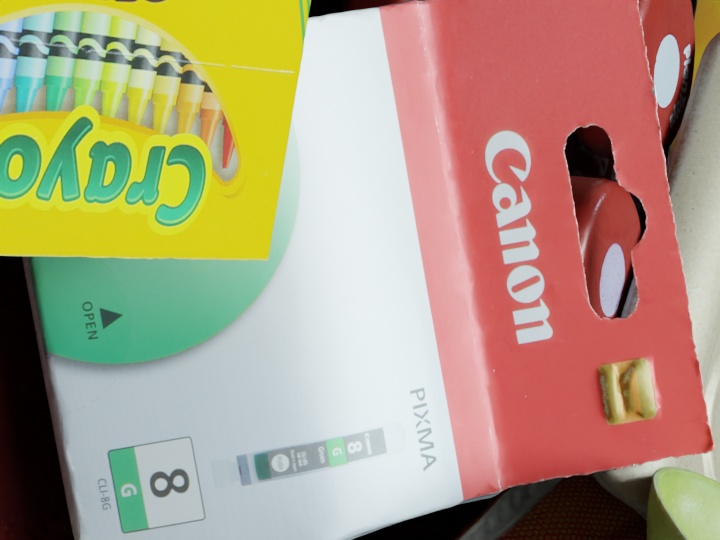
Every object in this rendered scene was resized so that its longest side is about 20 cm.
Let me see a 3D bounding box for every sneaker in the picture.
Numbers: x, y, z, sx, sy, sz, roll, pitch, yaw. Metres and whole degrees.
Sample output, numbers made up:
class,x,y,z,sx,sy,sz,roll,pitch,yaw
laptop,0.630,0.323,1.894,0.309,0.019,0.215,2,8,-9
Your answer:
class,x,y,z,sx,sy,sz,roll,pitch,yaw
sneaker,0.030,0.135,0.893,0.200,0.073,0.077,-38,80,-23

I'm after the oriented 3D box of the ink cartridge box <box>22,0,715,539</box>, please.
class,x,y,z,sx,sy,sz,roll,pitch,yaw
ink cartridge box,0.000,0.000,0.832,0.050,0.200,0.161,-80,160,-86

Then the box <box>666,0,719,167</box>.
class,x,y,z,sx,sy,sz,roll,pitch,yaw
box,0.154,-0.068,1.083,0.119,0.041,0.200,62,36,-65

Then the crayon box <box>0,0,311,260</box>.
class,x,y,z,sx,sy,sz,roll,pitch,yaw
crayon box,-0.087,-0.092,0.703,0.200,0.058,0.173,1,99,-55

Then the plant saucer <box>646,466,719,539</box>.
class,x,y,z,sx,sy,sz,roll,pitch,yaw
plant saucer,0.160,0.133,0.821,0.200,0.200,0.031,26,105,-45

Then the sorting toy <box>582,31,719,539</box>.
class,x,y,z,sx,sy,sz,roll,pitch,yaw
sorting toy,0.154,0.041,0.963,0.200,0.036,0.185,42,57,-38

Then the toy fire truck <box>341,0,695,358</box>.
class,x,y,z,sx,sy,sz,roll,pitch,yaw
toy fire truck,0.059,-0.012,0.965,0.168,0.112,0.200,54,47,-55
